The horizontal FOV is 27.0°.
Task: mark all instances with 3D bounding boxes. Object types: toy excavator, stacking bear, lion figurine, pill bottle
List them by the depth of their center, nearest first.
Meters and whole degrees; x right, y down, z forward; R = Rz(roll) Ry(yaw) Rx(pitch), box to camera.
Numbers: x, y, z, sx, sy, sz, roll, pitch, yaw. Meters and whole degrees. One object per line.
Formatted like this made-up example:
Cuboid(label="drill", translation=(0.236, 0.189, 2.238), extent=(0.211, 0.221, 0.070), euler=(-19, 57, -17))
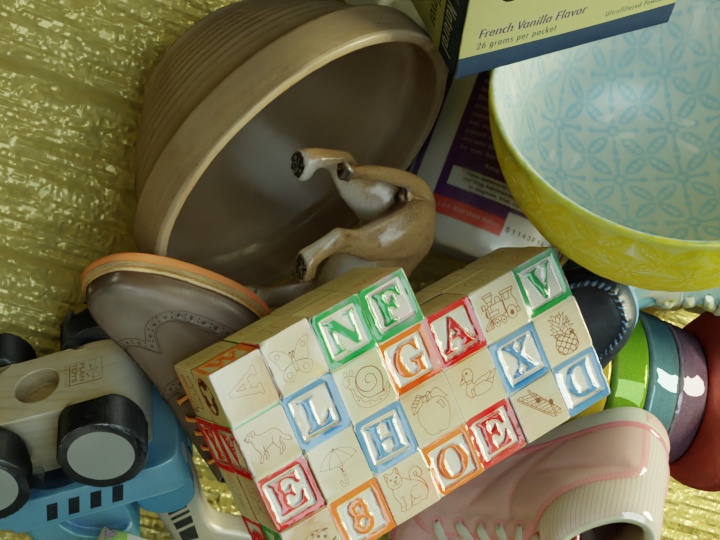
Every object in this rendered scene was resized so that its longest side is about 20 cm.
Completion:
Cuboid(label="lion figurine", translation=(0.000, 0.000, 0.848), extent=(0.121, 0.200, 0.073), euler=(-4, 60, -30))
Cuboid(label="toy excavator", translation=(-0.121, 0.120, 0.855), extent=(0.192, 0.100, 0.201), euler=(-15, 131, 1))
Cuboid(label="pill bottle", translation=(0.101, -0.101, 0.922), extent=(0.111, 0.111, 0.202), euler=(22, 89, -27))
Cuboid(label="stacking bear", translation=(0.140, 0.069, 0.974), extent=(0.198, 0.114, 0.123), euler=(12, 72, -16))

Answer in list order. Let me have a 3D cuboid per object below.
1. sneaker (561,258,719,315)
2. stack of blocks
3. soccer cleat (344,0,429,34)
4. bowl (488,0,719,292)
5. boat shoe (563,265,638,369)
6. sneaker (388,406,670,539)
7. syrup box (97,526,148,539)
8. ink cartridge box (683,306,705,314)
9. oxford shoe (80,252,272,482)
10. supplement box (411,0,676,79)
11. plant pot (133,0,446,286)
Cuboid(label="sneaker", translation=(0.219, 0.014, 0.921), extent=(0.199, 0.080, 0.131), euler=(-32, 106, 1))
Cuboid(label="stack of blocks", translation=(0.019, 0.056, 0.774), extent=(0.199, 0.058, 0.116), euler=(-28, 102, -21))
Cuboid(label="soccer cleat", translation=(0.062, -0.227, 0.910), extent=(0.077, 0.069, 0.201), euler=(38, 84, -23))
Cuboid(label="bowl", translation=(0.163, -0.056, 0.820), extent=(0.199, 0.201, 0.108), euler=(-24, 145, -21))
Cuboid(label="boat shoe", translation=(0.075, 0.067, 0.881), extent=(0.199, 0.069, 0.085), euler=(-36, 84, 25))
Cuboid(label="sneaker", translation=(0.098, 0.162, 0.917), extent=(0.199, 0.105, 0.075), euler=(-26, 122, 24))
Cuboid(label="syrup box", translation=(-0.141, 0.247, 0.825), extent=(0.078, 0.082, 0.201), euler=(20, 116, -14))
Cuboid(label="ink cartridge box", translation=(0.245, -0.065, 1.005), extent=(0.059, 0.104, 0.202), euler=(-25, 109, -21))
Cuboid(label="oxford shoe", translation=(-0.069, 0.065, 0.793), extent=(0.200, 0.071, 0.073), euler=(39, 38, -27))
Cuboid(label="supplement box", translation=(0.079, -0.249, 0.765), extent=(0.133, 0.201, 0.201), euler=(-17, 150, -15))
Cuboid(label="plant pot", translation=(-0.055, -0.084, 0.836), extent=(0.200, 0.201, 0.093), euler=(-33, 67, -18))
